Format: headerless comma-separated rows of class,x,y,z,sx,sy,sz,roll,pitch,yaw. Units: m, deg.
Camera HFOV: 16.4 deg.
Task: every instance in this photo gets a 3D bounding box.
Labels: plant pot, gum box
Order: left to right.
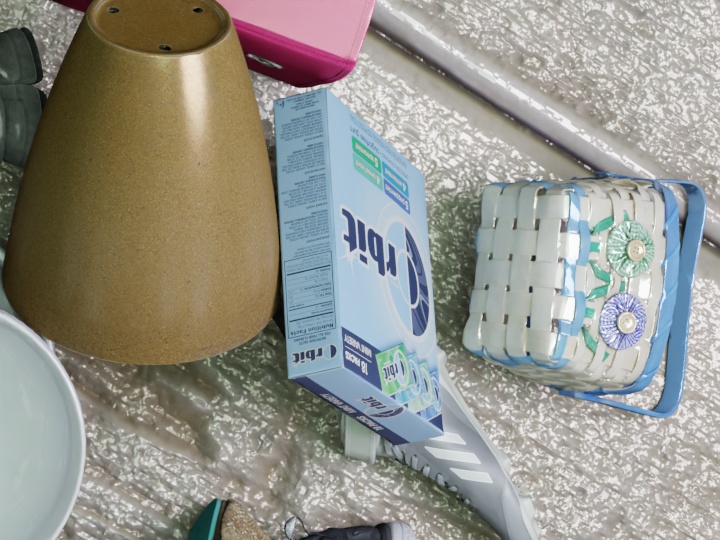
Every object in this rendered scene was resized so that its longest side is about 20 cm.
plant pot,-0.136,-0.074,1.598,0.185,0.187,0.201,-3,126,-14
gum box,0.000,0.000,1.707,0.044,0.170,0.201,-12,66,22

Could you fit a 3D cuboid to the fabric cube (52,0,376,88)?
fabric cube,-0.086,-0.252,1.698,0.198,0.196,0.201,18,86,-13

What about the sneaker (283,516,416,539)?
sneaker,-0.026,0.274,1.778,0.113,0.075,0.201,10,82,-13

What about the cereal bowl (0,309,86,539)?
cereal bowl,-0.277,0.110,1.606,0.199,0.083,0.201,-1,98,-8

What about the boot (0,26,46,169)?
boot,-0.266,-0.075,1.642,0.131,0.070,0.201,6,74,-24

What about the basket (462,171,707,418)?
basket,0.175,0.015,1.801,0.199,0.139,0.178,6,89,-48

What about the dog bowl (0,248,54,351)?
dog bowl,-0.312,0.062,1.695,0.199,0.079,0.202,0,90,-14

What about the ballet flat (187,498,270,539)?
ballet flat,-0.094,0.222,1.702,0.065,0.200,0.071,35,116,-8

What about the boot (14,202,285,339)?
boot,-0.133,0.008,1.757,0.173,0.069,0.201,-28,86,-12

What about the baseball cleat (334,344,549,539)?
baseball cleat,0.048,0.131,1.804,0.106,0.070,0.201,-31,87,-6
